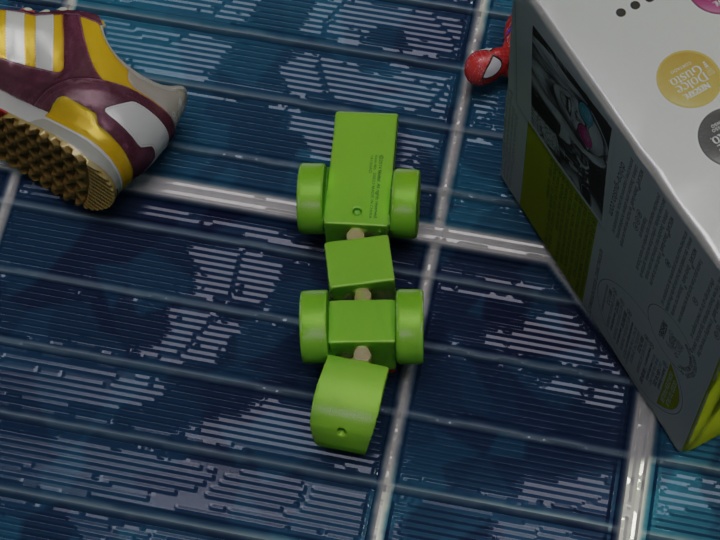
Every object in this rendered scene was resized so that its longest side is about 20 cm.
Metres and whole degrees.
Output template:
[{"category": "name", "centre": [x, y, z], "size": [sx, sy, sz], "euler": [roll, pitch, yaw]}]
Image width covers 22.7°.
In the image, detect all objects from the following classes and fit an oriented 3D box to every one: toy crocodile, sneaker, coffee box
[{"category": "toy crocodile", "centre": [0.000, 0.000, 0.958], "size": [0.067, 0.062, 0.201], "euler": [-1, 60, 1]}, {"category": "sneaker", "centre": [-0.193, -0.118, 1.013], "size": [0.199, 0.075, 0.090], "euler": [35, 62, 10]}, {"category": "coffee box", "centre": [0.205, -0.062, 0.900], "size": [0.199, 0.200, 0.199], "euler": [-27, 67, -11]}]

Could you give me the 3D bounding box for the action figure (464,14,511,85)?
[{"category": "action figure", "centre": [0.150, -0.157, 1.008], "size": [0.199, 0.099, 0.066], "euler": [-22, 64, -6]}]
